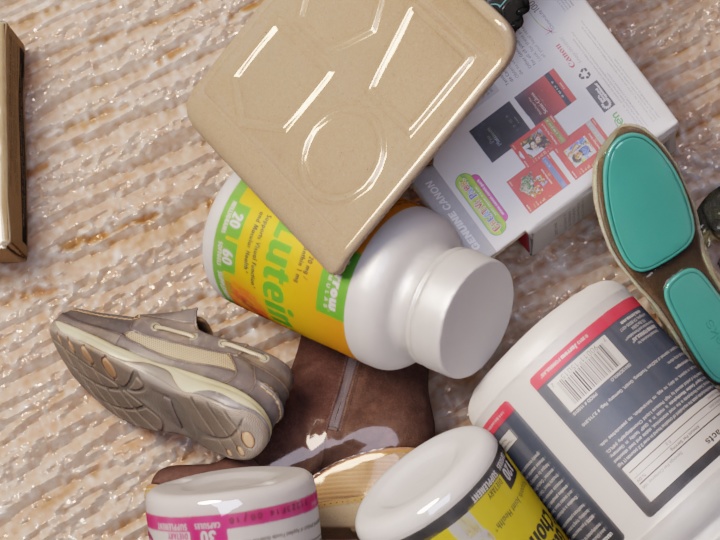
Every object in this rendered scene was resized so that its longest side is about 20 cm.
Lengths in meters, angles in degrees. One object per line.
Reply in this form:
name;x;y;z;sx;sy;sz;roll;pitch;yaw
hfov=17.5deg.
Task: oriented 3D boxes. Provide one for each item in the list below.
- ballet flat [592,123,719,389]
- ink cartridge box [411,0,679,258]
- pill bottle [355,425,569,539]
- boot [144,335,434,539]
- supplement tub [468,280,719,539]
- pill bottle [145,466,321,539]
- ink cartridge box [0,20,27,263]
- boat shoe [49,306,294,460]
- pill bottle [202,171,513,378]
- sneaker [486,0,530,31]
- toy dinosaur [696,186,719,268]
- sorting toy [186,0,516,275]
ballet flat;0.205;-0.007;1.593;0.067;0.062;0.201;-27;102;-5
ink cartridge box;0.094;-0.121;1.640;0.175;0.084;0.201;-35;78;-1
pill bottle;0.093;0.210;1.542;0.112;0.112;0.201;-37;104;-3
boot;-0.044;0.102;1.631;0.198;0.072;0.168;2;66;8
supplement tub;0.181;0.120;1.560;0.140;0.140;0.200;-40;79;-4
pill bottle;-0.074;0.235;1.520;0.112;0.113;0.202;-7;93;3
ink cartridge box;-0.340;-0.086;1.671;0.198;0.075;0.166;-2;81;3
boat shoe;-0.127;0.067;1.618;0.199;0.075;0.073;22;54;31
pill bottle;0.000;0.000;1.576;0.199;0.111;0.112;23;81;34
sneaker;0.093;-0.197;1.583;0.199;0.075;0.080;-36;87;8
toy dinosaur;0.291;-0.045;1.633;0.200;0.048;0.088;-42;73;-7
sorting toy;-0.007;-0.125;1.536;0.201;0.036;0.185;-53;56;13
